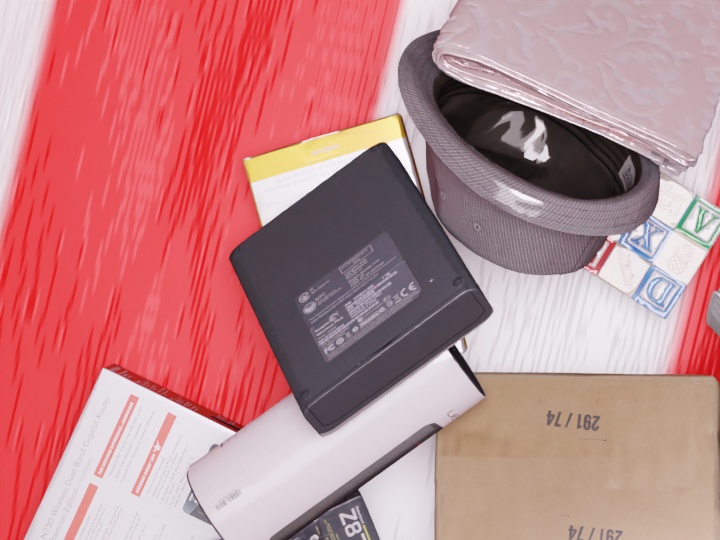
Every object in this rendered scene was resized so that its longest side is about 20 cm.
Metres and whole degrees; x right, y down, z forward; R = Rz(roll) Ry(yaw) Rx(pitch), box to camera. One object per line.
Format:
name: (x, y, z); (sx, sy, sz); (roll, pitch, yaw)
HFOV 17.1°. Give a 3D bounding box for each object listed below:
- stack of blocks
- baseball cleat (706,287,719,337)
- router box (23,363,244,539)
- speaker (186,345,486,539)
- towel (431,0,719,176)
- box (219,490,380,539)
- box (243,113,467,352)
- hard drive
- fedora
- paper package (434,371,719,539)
stack of blocks: (0.160, -0.067, 1.690); (0.199, 0.059, 0.116); (33, 94, 3)
baseball cleat: (0.302, 0.069, 1.684); (0.069, 0.106, 0.201); (-28, 117, -30)
router box: (-0.143, 0.195, 1.725); (0.179, 0.049, 0.201); (26, 93, 3)
speaker: (-0.016, 0.108, 1.607); (0.199, 0.081, 0.081); (-36, 89, 4)
towel: (0.161, -0.161, 1.636); (0.190, 0.200, 0.032); (25, 132, 2)
box: (-0.038, 0.272, 1.683); (0.160, 0.049, 0.201); (-24, 103, -6)
box: (0.000, 0.000, 1.715); (0.118, 0.041, 0.202); (-15, 93, 5)
hard drive: (-0.005, 0.007, 1.608); (0.139, 0.200, 0.033); (-36, 126, 5)
fedora: (0.104, -0.068, 1.605); (0.200, 0.176, 0.091); (42, 130, 24)
paper package: (0.154, 0.168, 1.644); (0.198, 0.104, 0.192); (-1, 71, 9)
